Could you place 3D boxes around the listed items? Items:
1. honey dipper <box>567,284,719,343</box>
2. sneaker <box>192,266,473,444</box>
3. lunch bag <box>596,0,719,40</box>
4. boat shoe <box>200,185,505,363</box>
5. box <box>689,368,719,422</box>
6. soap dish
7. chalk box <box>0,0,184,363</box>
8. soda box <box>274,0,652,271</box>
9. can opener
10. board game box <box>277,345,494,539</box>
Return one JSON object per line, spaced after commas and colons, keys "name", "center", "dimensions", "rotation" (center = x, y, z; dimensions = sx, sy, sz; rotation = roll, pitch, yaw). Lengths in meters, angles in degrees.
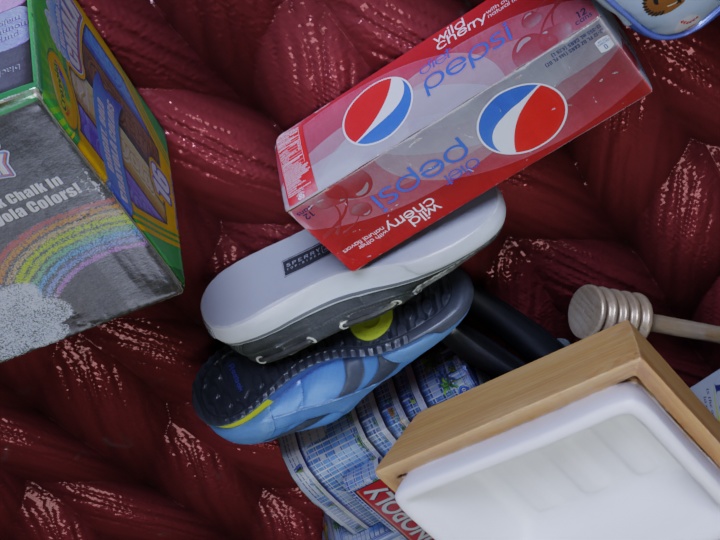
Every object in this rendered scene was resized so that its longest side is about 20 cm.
{"name": "honey dipper", "center": [0.231, 0.042, 1.042], "dimensions": [0.200, 0.038, 0.038], "rotation": [10, 133, -32]}
{"name": "sneaker", "center": [-0.010, 0.054, 0.962], "dimensions": [0.200, 0.066, 0.078], "rotation": [-29, 146, 16]}
{"name": "lunch bag", "center": [0.142, -0.211, 0.703], "dimensions": [0.160, 0.076, 0.200], "rotation": [-38, 135, 21]}
{"name": "boat shoe", "center": [0.000, 0.000, 0.901], "dimensions": [0.200, 0.069, 0.057], "rotation": [-22, 137, 18]}
{"name": "box", "center": [0.326, 0.119, 1.047], "dimensions": [0.183, 0.105, 0.200], "rotation": [-6, 164, -11]}
{"name": "soap dish", "center": [0.135, 0.125, 0.960], "dimensions": [0.200, 0.081, 0.157], "rotation": [-28, 124, 30]}
{"name": "chalk box", "center": [-0.185, -0.069, 0.724], "dimensions": [0.124, 0.124, 0.200], "rotation": [-20, 138, 8]}
{"name": "soda box", "center": [0.052, -0.085, 0.822], "dimensions": [0.200, 0.064, 0.070], "rotation": [-30, 136, 18]}
{"name": "can opener", "center": [0.117, 0.061, 1.011], "dimensions": [0.079, 0.064, 0.200], "rotation": [-15, 137, 43]}
{"name": "board game box", "center": [0.036, 0.162, 1.092], "dimensions": [0.200, 0.062, 0.200], "rotation": [-29, 137, 15]}
